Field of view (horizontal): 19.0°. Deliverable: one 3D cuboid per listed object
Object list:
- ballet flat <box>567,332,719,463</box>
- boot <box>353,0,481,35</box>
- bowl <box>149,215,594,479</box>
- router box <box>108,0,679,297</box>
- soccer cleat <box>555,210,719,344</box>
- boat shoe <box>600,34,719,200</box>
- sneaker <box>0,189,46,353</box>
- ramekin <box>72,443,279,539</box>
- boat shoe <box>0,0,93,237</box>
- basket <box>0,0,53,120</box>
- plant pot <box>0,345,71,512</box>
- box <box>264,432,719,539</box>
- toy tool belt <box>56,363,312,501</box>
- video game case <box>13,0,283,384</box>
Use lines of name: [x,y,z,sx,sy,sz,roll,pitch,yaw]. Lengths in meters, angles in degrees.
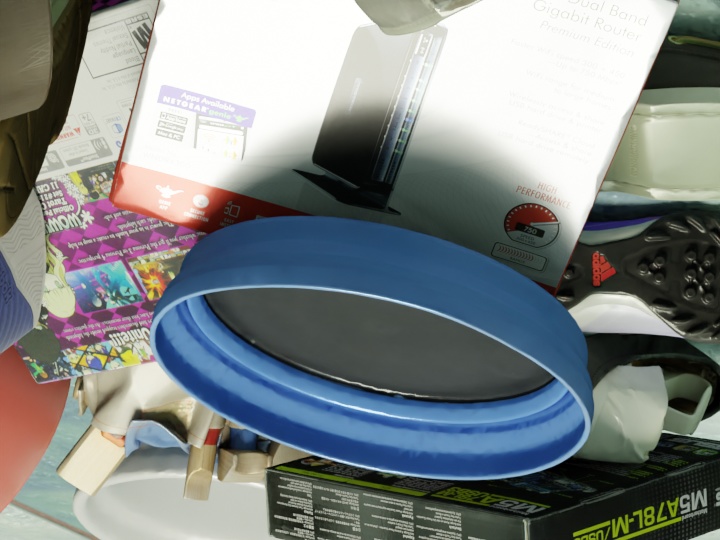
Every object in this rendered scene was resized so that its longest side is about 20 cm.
ballet flat: [0.144,0.067,1.160,0.068,0.068,0.200,26,-158,29]
boot: [-0.042,-0.164,0.775,0.181,0.073,0.200,-13,138,38]
bowl: [0.007,0.036,0.955,0.199,0.040,0.201,11,155,5]
router box: [0.010,-0.081,0.898,0.199,0.049,0.180,15,130,-4]
soccer cleat: [0.140,0.003,1.127,0.199,0.069,0.073,0,-179,4]
boat shoe: [0.086,-0.074,0.964,0.200,0.061,0.072,6,131,5]
sneaker: [-0.227,-0.050,1.024,0.115,0.080,0.200,2,114,34]
ramekin: [-0.080,0.125,1.393,0.199,0.098,0.201,6,155,3]
boat shoe: [-0.152,-0.079,0.873,0.064,0.200,0.074,13,113,-2]
basket: [-0.215,-0.094,0.733,0.199,0.136,0.181,-13,139,-19]
plant pot: [-0.292,0.048,1.211,0.200,0.201,0.177,-9,140,33]
box: [0.082,0.121,1.181,0.199,0.048,0.193,5,-166,45]
toy tool belt: [-0.070,0.080,1.251,0.199,0.124,0.125,9,-173,-14]
video game case: [-0.122,-0.039,1.038,0.199,0.036,0.182,-12,115,36]
